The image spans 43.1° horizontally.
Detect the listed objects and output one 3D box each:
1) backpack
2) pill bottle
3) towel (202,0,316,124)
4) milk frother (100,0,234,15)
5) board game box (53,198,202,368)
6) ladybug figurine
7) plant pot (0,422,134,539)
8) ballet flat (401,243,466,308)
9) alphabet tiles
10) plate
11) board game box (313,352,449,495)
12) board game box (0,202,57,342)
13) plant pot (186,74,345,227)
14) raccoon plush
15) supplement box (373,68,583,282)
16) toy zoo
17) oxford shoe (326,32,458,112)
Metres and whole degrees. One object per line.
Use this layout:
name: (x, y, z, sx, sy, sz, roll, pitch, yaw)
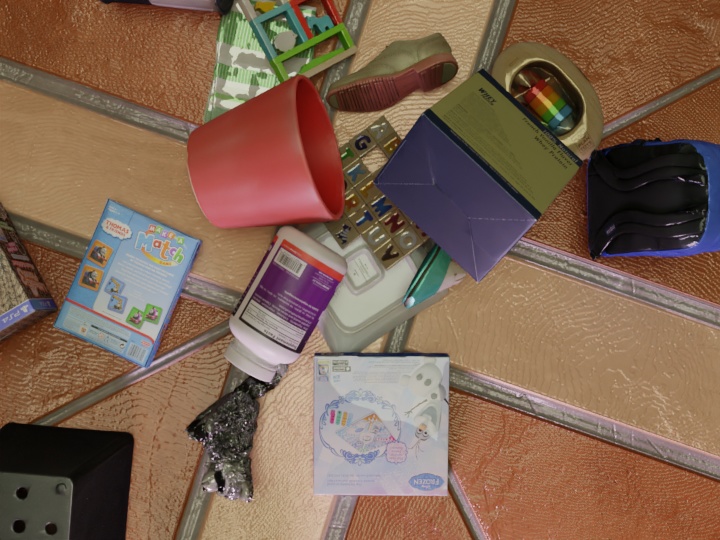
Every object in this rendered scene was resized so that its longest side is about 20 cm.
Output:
backpack: (0.429, -0.103, 1.247, 0.165, 0.199, 0.166, -6, 91, -31)
pill bottle: (-0.108, 0.048, 1.268, 0.111, 0.112, 0.202, 30, 91, 1)
towel: (-0.146, -0.300, 1.350, 0.150, 0.023, 0.204, 8, 88, -1)
milk frother: (-0.277, -0.471, 1.260, 0.185, 0.200, 0.184, 6, 79, 6)
board game box: (-0.338, 0.018, 1.335, 0.149, 0.037, 0.203, 24, 89, 0)
ladybug figurine: (0.268, -0.237, 1.323, 0.135, 0.072, 0.201, -39, 89, -1)
plant pot: (-0.439, 0.332, 1.259, 0.196, 0.177, 0.204, 5, 90, 1)
ballet flat: (0.128, -0.024, 1.304, 0.070, 0.067, 0.202, 27, 71, -3)
alphabet tiles: (0.022, -0.105, 1.318, 0.166, 0.008, 0.201, -36, 68, 0)
plate: (0.000, 0.000, 1.338, 0.198, 0.032, 0.201, -32, 89, 0)
board game box: (0.030, 0.221, 1.321, 0.196, 0.043, 0.203, 1, 93, 0)
board game box: (-0.561, 0.009, 1.305, 0.158, 0.097, 0.202, -30, 89, -1)
plant pot: (-0.133, -0.150, 1.269, 0.174, 0.200, 0.204, -13, 89, 15)
raccoon plush: (-0.154, 0.237, 1.308, 0.199, 0.097, 0.135, -37, 97, -1)
supplement box: (0.162, -0.133, 1.236, 0.200, 0.200, 0.135, 43, 131, 3)
toy zoo: (-0.103, -0.378, 1.315, 0.130, 0.020, 0.202, -31, 99, -22)
oxford shoe: (0.041, -0.290, 1.338, 0.197, 0.071, 0.075, -16, 64, 0)
